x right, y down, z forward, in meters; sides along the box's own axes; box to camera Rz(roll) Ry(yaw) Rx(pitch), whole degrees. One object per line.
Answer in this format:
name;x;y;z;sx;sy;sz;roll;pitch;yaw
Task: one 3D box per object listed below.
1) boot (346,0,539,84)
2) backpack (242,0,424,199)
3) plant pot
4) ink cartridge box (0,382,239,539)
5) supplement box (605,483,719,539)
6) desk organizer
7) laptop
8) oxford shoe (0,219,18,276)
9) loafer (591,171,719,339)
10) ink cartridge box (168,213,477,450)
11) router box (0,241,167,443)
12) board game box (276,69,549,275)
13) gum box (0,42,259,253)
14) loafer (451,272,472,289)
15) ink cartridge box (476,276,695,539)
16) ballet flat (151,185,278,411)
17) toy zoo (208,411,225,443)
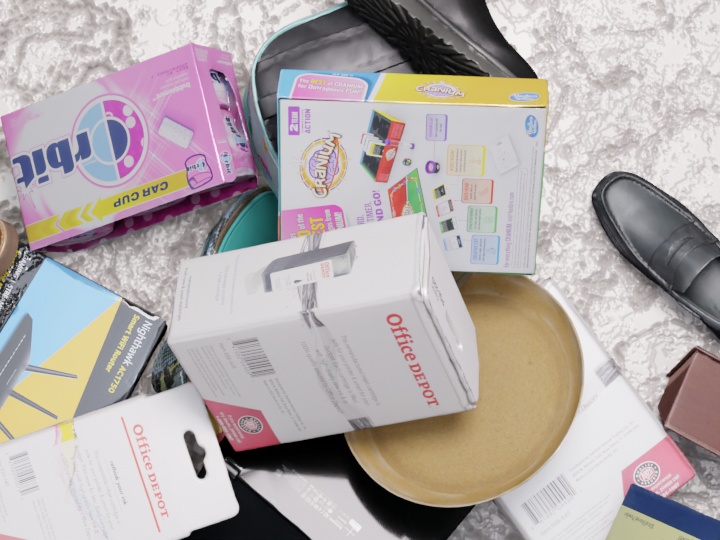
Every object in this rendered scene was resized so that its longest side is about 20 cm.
boot;0.093;-0.224;1.561;0.211;0.079;0.158;44;72;1
backpack;0.005;-0.128;1.638;0.199;0.153;0.177;-22;87;-19
plant pot;0.080;0.092;1.591;0.198;0.028;0.202;-8;64;16
ink cartridge box;-0.203;0.170;1.602;0.198;0.067;0.117;-18;88;-2
supplement box;0.272;0.306;1.589;0.199;0.134;0.201;29;85;-33
desk organizer;0.335;0.150;1.662;0.199;0.072;0.077;28;65;0
laptop;-0.037;0.204;1.651;0.187;0.116;0.200;39;69;10
oxford shoe;-0.367;0.023;1.641;0.200;0.071;0.071;-48;49;10
loafer;0.273;-0.007;1.682;0.201;0.070;0.068;45;85;1
ink cartridge box;-0.024;0.048;1.537;0.198;0.146;0.085;-10;47;16
router box;-0.267;0.096;1.665;0.148;0.051;0.201;27;84;0
board game box;0.037;-0.072;1.526;0.198;0.040;0.154;3;126;1
gum box;-0.180;-0.097;1.632;0.199;0.066;0.114;-18;81;24
loafer;0.000;0.000;1.609;0.199;0.068;0.077;-21;60;7
ink cartridge box;0.152;0.127;1.662;0.145;0.085;0.201;-36;89;-2
ballet flat;-0.121;0.020;1.665;0.074;0.074;0.201;21;66;0
toy zoo;-0.058;0.124;1.687;0.130;0.020;0.202;-18;87;-3
